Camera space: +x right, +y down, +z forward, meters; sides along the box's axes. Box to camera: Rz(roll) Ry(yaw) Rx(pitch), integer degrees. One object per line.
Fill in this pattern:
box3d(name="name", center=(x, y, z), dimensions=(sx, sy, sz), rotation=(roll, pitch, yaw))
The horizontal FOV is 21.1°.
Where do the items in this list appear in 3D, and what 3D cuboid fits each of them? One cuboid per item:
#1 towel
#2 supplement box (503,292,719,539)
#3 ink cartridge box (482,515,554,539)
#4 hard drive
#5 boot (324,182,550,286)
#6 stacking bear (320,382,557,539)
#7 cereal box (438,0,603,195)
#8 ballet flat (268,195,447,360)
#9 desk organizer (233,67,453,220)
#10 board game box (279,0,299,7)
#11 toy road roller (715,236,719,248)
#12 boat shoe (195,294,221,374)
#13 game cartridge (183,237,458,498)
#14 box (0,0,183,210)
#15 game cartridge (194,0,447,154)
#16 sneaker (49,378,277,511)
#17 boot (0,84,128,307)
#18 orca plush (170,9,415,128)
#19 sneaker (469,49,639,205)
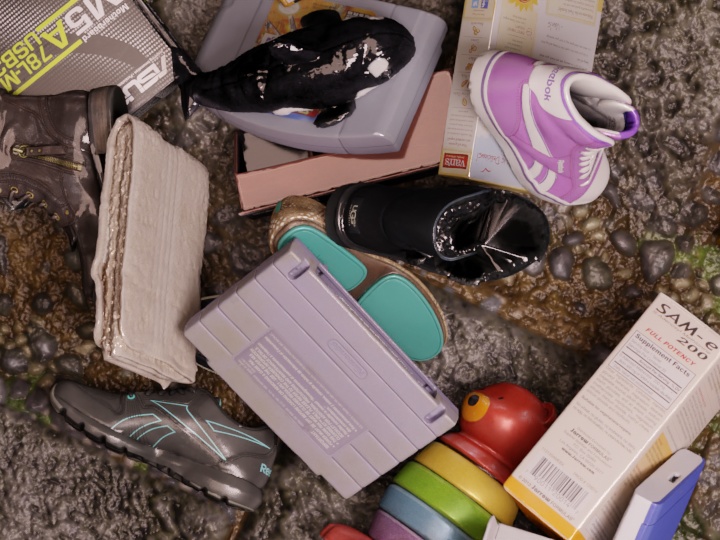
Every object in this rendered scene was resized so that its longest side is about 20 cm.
box3d(name="towel", center=(-0.169, -0.012, 1.569), dimensions=(0.034, 0.132, 0.201), rotation=(-3, 72, 23))
box3d(name="supplement box", center=(0.210, 0.129, 1.543), dimensions=(0.073, 0.126, 0.200), rotation=(38, 84, 22))
box3d(name="ink cartridge box", center=(0.126, 0.273, 1.519), dimensions=(0.066, 0.200, 0.116), rotation=(15, 74, 15))
box3d(name="hard drive", center=(0.210, 0.248, 1.535), dimensions=(0.025, 0.132, 0.201), rotation=(27, 111, 19))
box3d(name="boot", center=(0.094, -0.027, 1.510), dimensions=(0.200, 0.168, 0.077), rotation=(7, 93, -37))
box3d(name="stacking bear", center=(0.081, 0.179, 1.585), dimensions=(0.114, 0.121, 0.200), rotation=(40, 83, -27))
box3d(name="cereal box", center=(0.133, -0.164, 1.561), dimensions=(0.039, 0.144, 0.201), rotation=(11, 91, 41))
box3d(name="ballet flat", center=(0.000, 0.000, 1.592), dimensions=(0.070, 0.065, 0.200), rotation=(-36, 126, 16))
box3d(name="desk organizer", center=(-0.008, -0.104, 1.604), dimensions=(0.199, 0.072, 0.077), rotation=(-14, 87, 4))
box3d(name="board game box", center=(-0.094, -0.323, 1.521), dimensions=(0.057, 0.200, 0.166), rotation=(-25, 69, 7))
box3d(name="toy road roller", center=(0.386, 0.010, 1.536), dimensions=(0.123, 0.146, 0.200), rotation=(-35, 88, 4))
box3d(name="boat shoe", center=(-0.065, 0.068, 1.616), dimensions=(0.199, 0.062, 0.075), rotation=(17, 94, 5))
box3d(name="game cartridge", center=(-0.033, 0.082, 1.557), dimensions=(0.130, 0.038, 0.200), rotation=(-35, 107, 28))
box3d(name="box", center=(-0.273, -0.185, 1.636), dimensions=(0.200, 0.048, 0.193), rotation=(-37, 87, 5))
box3d(name="game cartridge", center=(-0.041, -0.166, 1.578), dimensions=(0.199, 0.042, 0.133), rotation=(16, 69, 24))
box3d(name="sneaker", center=(-0.164, 0.131, 1.628), dimensions=(0.199, 0.075, 0.079), rotation=(25, 79, -3))
box3d(name="boot", center=(-0.277, -0.067, 1.595), dimensions=(0.173, 0.069, 0.201), rotation=(-1, 89, 9))
box3d(name="orca plush", center=(-0.062, -0.174, 1.527), dimensions=(0.199, 0.071, 0.106), rotation=(4, 68, 21))
box3d(name="sneaker", center=(0.173, -0.099, 1.501), dimensions=(0.114, 0.200, 0.073), rotation=(12, 75, 34))
